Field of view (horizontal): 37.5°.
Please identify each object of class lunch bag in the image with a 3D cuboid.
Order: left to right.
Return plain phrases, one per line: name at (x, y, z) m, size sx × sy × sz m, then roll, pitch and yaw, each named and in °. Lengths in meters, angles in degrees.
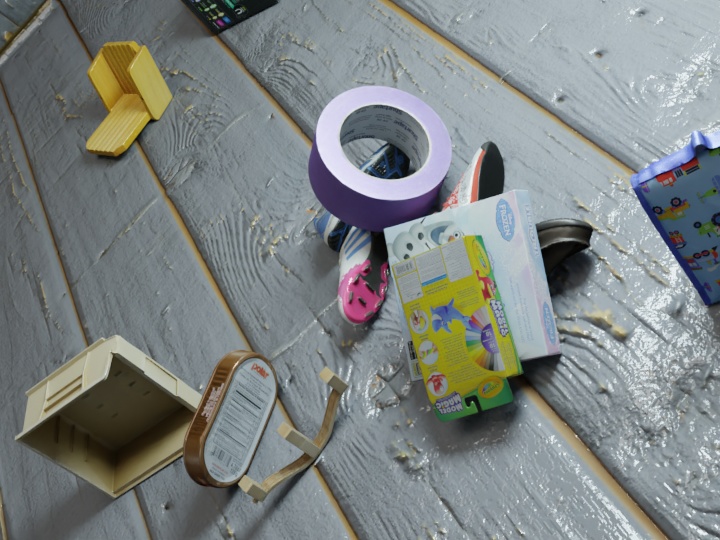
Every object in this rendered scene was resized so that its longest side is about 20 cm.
lunch bag at (0.384, -0.073, 1.102) m, size 0.150 × 0.200 × 0.095 m, roll -25°, pitch 44°, yaw 27°

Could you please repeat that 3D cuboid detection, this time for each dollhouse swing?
dollhouse swing at (-0.546, -0.376, 2.322) m, size 0.176 × 0.183 × 0.199 m, roll -43°, pitch 33°, yaw -27°

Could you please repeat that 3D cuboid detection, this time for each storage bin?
storage bin at (-0.371, 0.220, 1.597) m, size 0.198 × 0.200 × 0.094 m, roll -33°, pitch 37°, yaw 19°

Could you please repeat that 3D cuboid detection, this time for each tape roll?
tape roll at (0.027, -0.162, 1.530) m, size 0.085 × 0.198 × 0.201 m, roll 109°, pitch 176°, yaw -59°

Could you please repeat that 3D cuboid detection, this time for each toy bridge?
toy bridge at (-0.081, 0.227, 1.412) m, size 0.201 × 0.067 × 0.027 m, roll -54°, pitch 38°, yaw -4°

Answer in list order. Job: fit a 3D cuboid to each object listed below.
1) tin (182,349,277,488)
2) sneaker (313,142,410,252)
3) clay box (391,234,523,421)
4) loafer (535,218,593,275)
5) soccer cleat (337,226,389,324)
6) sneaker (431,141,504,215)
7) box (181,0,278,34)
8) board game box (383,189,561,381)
tin at (-0.179, 0.208, 1.491) m, size 0.042 × 0.112 × 0.201 m, roll 4°, pitch 61°, yaw 35°
sneaker at (-0.001, -0.126, 1.631) m, size 0.200 × 0.076 × 0.077 m, roll -51°, pitch 42°, yaw -5°
clay box at (0.118, 0.071, 1.272) m, size 0.114 × 0.047 × 0.202 m, roll -22°, pitch 80°, yaw 35°
loafer at (0.210, -0.001, 1.332) m, size 0.199 × 0.073 × 0.072 m, roll -30°, pitch 60°, yaw 35°
soccer cleat at (0.000, 0.000, 1.538) m, size 0.086 × 0.070 × 0.201 m, roll -22°, pitch 39°, yaw 44°
sneaker at (0.133, -0.088, 1.473) m, size 0.107 × 0.067 × 0.203 m, roll -10°, pitch 54°, yaw 36°
box at (-0.272, -0.634, 2.297) m, size 0.199 × 0.124 × 0.150 m, roll -16°, pitch 47°, yaw 36°
board game box at (0.135, 0.022, 1.315) m, size 0.198 × 0.043 × 0.202 m, roll -15°, pitch 82°, yaw 37°
